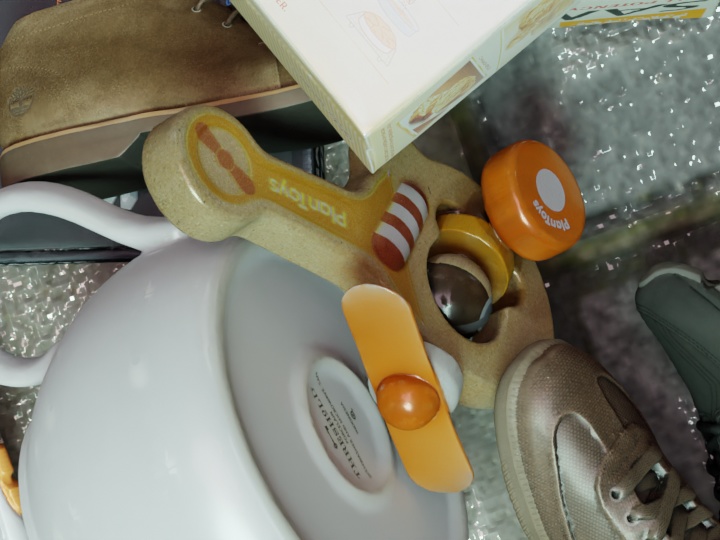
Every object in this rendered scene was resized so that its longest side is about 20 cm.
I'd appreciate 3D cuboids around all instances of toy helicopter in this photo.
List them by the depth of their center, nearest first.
[{"bbox_3d":[0.000,0.000,0.767,0.079,0.199,0.133,-26,53,39],"label":"toy helicopter"}]

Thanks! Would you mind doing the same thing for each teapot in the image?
[{"bbox_3d":[-0.063,0.083,0.794,0.146,0.197,0.201,-26,52,25],"label":"teapot"}]

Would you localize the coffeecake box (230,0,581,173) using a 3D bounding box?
[{"bbox_3d":[0.032,-0.160,0.723,0.200,0.073,0.154,-39,83,-2],"label":"coffeecake box"}]

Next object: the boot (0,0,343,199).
[{"bbox_3d":[-0.047,-0.082,0.803,0.199,0.074,0.076,-10,76,6],"label":"boot"}]

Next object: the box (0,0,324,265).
[{"bbox_3d":[-0.096,-0.103,0.863,0.158,0.046,0.201,-1,87,5],"label":"box"}]

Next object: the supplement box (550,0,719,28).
[{"bbox_3d":[0.076,-0.200,0.838,0.125,0.074,0.201,-5,87,4],"label":"supplement box"}]

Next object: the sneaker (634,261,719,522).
[{"bbox_3d":[0.168,0.085,0.815,0.079,0.075,0.200,-41,84,4],"label":"sneaker"}]

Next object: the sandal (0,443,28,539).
[{"bbox_3d":[-0.168,0.106,0.837,0.059,0.079,0.208,-23,86,-28],"label":"sandal"}]

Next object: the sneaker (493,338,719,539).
[{"bbox_3d":[0.123,0.110,0.791,0.070,0.075,0.201,-43,114,-38],"label":"sneaker"}]
